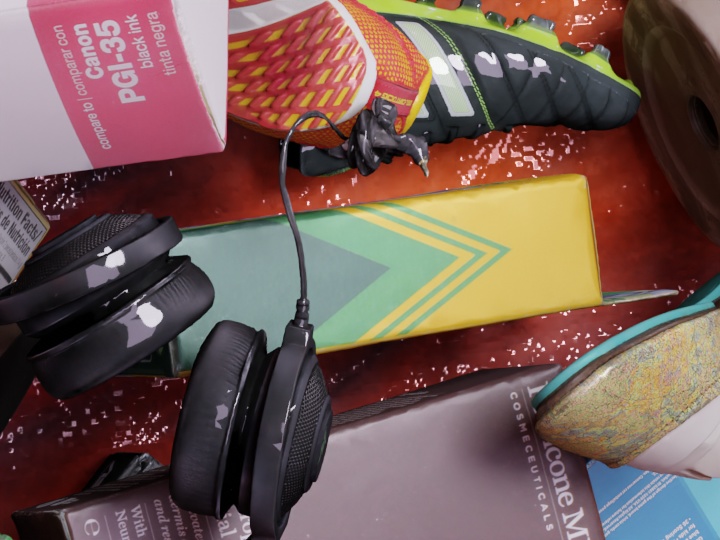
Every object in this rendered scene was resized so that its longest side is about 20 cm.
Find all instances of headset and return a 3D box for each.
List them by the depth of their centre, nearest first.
[{"bbox_3d":[-0.055,0.026,0.829,0.123,0.094,0.200,40,105,-2],"label":"headset"}]

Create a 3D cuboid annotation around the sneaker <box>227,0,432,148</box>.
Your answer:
[{"bbox_3d":[-0.065,-0.090,0.916,0.073,0.199,0.077,-62,152,6],"label":"sneaker"}]

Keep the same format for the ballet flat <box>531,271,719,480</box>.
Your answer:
[{"bbox_3d":[0.125,0.043,0.935,0.200,0.070,0.071,-22,99,-65],"label":"ballet flat"}]

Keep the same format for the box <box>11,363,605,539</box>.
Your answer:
[{"bbox_3d":[-0.014,0.107,0.920,0.199,0.075,0.101,-16,91,-24],"label":"box"}]

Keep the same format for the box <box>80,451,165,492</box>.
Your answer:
[{"bbox_3d":[-0.073,0.203,0.953,0.200,0.047,0.193,43,71,-15],"label":"box"}]

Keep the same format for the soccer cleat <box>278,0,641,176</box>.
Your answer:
[{"bbox_3d":[0.012,-0.071,0.994,0.199,0.068,0.082,12,93,-16],"label":"soccer cleat"}]

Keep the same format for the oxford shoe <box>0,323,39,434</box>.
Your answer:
[{"bbox_3d":[-0.195,0.085,0.905,0.071,0.071,0.200,31,76,10],"label":"oxford shoe"}]

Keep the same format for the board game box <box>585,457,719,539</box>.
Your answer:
[{"bbox_3d":[0.132,0.159,1.042,0.151,0.047,0.201,-37,102,-20],"label":"board game box"}]

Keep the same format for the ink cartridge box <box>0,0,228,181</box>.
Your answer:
[{"bbox_3d":[-0.147,-0.104,0.835,0.199,0.083,0.147,-7,53,7],"label":"ink cartridge box"}]

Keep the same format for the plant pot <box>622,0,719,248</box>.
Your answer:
[{"bbox_3d":[0.206,-0.089,1.012,0.173,0.200,0.201,-24,98,-12],"label":"plant pot"}]

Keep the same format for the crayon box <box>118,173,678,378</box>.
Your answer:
[{"bbox_3d":[0.000,0.000,0.948,0.199,0.126,0.052,-8,92,-24],"label":"crayon box"}]

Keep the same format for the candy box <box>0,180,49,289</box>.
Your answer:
[{"bbox_3d":[-0.210,0.033,0.864,0.115,0.055,0.201,26,76,21],"label":"candy box"}]
